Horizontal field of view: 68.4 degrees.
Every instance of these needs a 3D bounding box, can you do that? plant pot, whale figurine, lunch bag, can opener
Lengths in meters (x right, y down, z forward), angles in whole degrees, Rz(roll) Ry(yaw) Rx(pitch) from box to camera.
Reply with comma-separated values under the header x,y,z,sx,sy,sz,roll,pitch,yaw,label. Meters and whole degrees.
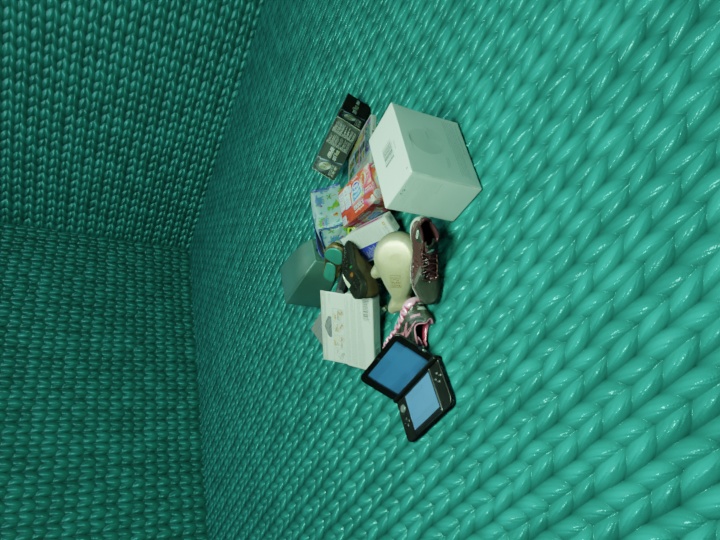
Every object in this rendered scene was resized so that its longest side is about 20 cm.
x,y,z,sx,sy,sz,roll,pitch,yaw,label
-0.159,0.000,1.759,0.201,0.137,0.145,-49,44,40,plant pot
0.103,0.003,1.331,0.153,0.103,0.209,-2,104,23,whale figurine
-0.085,-0.134,1.653,0.203,0.122,0.175,75,-179,-55,lunch bag
-0.055,0.058,1.648,0.063,0.076,0.208,-35,-38,-77,can opener

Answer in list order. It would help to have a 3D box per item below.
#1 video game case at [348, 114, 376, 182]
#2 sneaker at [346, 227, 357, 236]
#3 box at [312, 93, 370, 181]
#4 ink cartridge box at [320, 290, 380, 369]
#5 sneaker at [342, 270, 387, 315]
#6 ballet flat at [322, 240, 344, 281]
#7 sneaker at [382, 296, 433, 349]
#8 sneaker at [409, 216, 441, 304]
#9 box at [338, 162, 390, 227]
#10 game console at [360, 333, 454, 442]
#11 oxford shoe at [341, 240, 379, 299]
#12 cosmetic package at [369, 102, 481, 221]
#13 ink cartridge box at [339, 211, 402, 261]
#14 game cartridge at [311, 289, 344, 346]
x,y,z,sx,sy,sz,roll,pitch,yaw,label
0.004,-0.312,1.533,0.200,0.023,0.190,133,141,-62,video game case
0.001,-0.061,1.543,0.075,0.080,0.207,-120,28,-55,sneaker
-0.061,-0.416,1.658,0.202,0.084,0.167,-55,13,41,box
-0.027,0.157,1.450,0.171,0.044,0.209,8,106,33,ink cartridge box
0.019,0.043,1.470,0.087,0.076,0.206,-29,83,30,sneaker
-0.071,-0.042,1.567,0.202,0.066,0.074,104,-168,-60,ballet flat
0.120,0.171,1.288,0.095,0.077,0.206,44,123,42,sneaker
0.149,-0.023,1.200,0.116,0.072,0.209,160,102,-87,sneaker
0.024,-0.194,1.400,0.199,0.092,0.104,-33,66,59,box
0.104,0.278,1.236,0.202,0.114,0.175,-56,39,40,game console
0.000,0.000,1.414,0.074,0.081,0.204,-63,35,39,oxford shoe
0.142,-0.240,1.198,0.124,0.193,0.206,-50,42,46,cosmetic package
0.034,-0.082,1.440,0.197,0.096,0.037,-22,20,45,ink cartridge box
-0.071,0.165,1.608,0.131,0.038,0.201,54,134,18,game cartridge
